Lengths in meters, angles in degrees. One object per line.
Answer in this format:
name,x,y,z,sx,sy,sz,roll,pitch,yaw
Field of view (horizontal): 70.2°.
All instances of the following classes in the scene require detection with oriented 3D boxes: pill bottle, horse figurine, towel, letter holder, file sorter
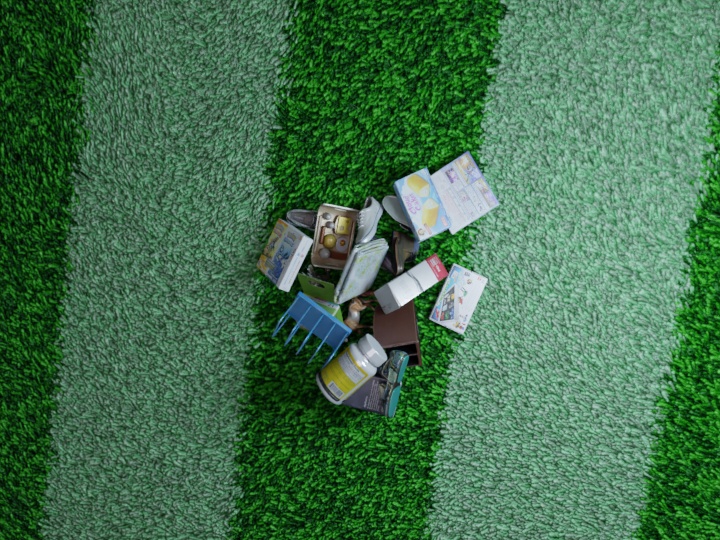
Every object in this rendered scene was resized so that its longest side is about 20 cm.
pill bottle,-0.024,0.286,1.496,0.199,0.114,0.115,-41,90,9
horse figurine,-0.002,0.150,1.717,0.130,0.050,0.204,14,95,3
towel,0.000,0.000,1.591,0.048,0.170,0.202,36,120,24
letter holder,0.115,0.202,1.627,0.139,0.201,0.102,-9,125,6
file sorter,-0.154,0.195,1.567,0.199,0.139,0.123,36,53,1

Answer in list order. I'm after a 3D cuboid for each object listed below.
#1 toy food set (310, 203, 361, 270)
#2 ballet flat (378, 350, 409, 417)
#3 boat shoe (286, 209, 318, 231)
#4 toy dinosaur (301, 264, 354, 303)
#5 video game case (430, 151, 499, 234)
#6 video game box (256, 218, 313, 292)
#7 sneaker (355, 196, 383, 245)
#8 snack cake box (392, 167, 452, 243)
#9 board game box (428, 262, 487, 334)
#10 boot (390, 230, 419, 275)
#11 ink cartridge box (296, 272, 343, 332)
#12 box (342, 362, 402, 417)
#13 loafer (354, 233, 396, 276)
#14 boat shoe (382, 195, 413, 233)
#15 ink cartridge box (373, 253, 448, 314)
toy food set,-0.076,-0.107,1.666,0.141,0.060,0.204,7,99,-27
ballet flat,0.090,0.332,1.524,0.073,0.074,0.204,16,95,3
boat shoe,-0.153,-0.160,1.697,0.196,0.071,0.074,7,93,1
toy dinosaur,-0.111,0.060,1.687,0.200,0.103,0.077,46,132,-9
video game case,0.322,-0.251,1.668,0.180,0.045,0.202,-32,91,7
video game box,-0.250,-0.054,1.662,0.046,0.199,0.184,25,95,-39
sneaker,0.013,-0.155,1.639,0.071,0.202,0.073,40,136,-21
snack cake box,0.193,-0.204,1.614,0.113,0.067,0.203,-24,88,-4
board game box,0.322,0.093,1.696,0.125,0.035,0.203,24,95,2
boot,0.148,-0.056,1.632,0.095,0.202,0.076,7,130,-5
ink cartridge box,-0.145,0.116,1.637,0.146,0.202,0.076,17,52,25
box,0.027,0.364,1.656,0.196,0.197,0.120,14,96,4
loafer,0.058,-0.052,1.690,0.063,0.072,0.201,-45,75,22
boat shoe,0.152,-0.170,1.679,0.199,0.060,0.076,39,76,3
ink cartridge box,0.156,0.042,1.613,0.198,0.147,0.084,-31,87,-22
